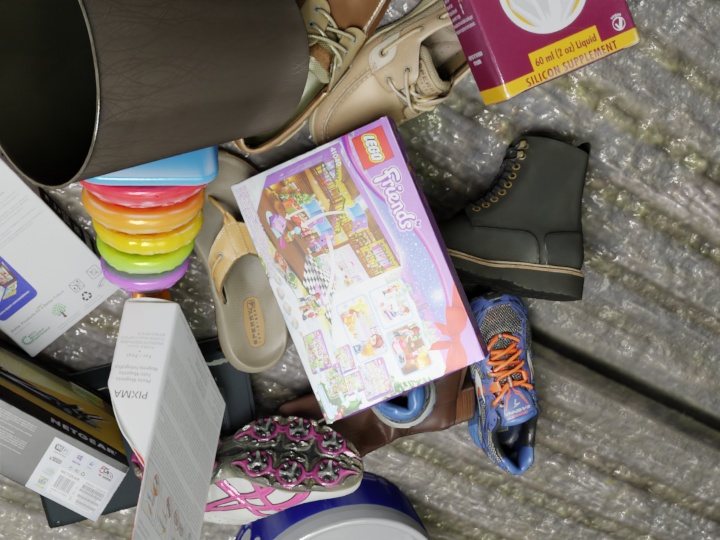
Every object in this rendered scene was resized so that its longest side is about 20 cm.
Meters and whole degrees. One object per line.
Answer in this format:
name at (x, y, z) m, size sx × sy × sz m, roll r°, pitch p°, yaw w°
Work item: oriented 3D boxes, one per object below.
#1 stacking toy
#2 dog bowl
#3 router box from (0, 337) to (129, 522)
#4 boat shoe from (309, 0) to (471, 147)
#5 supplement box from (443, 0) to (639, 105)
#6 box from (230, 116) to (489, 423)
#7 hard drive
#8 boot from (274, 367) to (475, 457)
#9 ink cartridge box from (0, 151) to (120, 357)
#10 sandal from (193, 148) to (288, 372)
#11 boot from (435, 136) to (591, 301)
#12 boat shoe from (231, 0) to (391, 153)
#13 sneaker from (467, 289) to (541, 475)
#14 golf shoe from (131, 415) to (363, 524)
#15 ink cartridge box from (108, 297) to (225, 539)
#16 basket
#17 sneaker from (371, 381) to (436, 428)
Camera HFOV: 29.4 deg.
stacking toy at (-0.165, -0.026, 1.066) m, size 0.108 × 0.117 × 0.202 m, roll 0°, pitch 125°, yaw -7°
dog bowl at (-0.025, 0.294, 1.321) m, size 0.198 × 0.079 × 0.202 m, roll -9°, pitch 121°, yaw -15°
router box at (-0.278, 0.098, 1.047) m, size 0.199 × 0.157 × 0.053 m, roll 32°, pitch 94°, yaw -21°
boat shoe at (0.041, -0.161, 1.086) m, size 0.200 × 0.065 × 0.071 m, roll -43°, pitch 123°, yaw 8°
supplement box at (0.110, -0.236, 1.006) m, size 0.109 × 0.086 × 0.202 m, roll -23°, pitch 96°, yaw -4°
box at (0.000, 0.000, 1.067) m, size 0.136 × 0.039 × 0.202 m, roll -22°, pitch 89°, yaw 11°
hard drive at (-0.190, 0.142, 1.201) m, size 0.198 × 0.033 × 0.141 m, roll -14°, pitch 123°, yaw -12°
boot at (0.000, 0.094, 1.209) m, size 0.198 × 0.064 × 0.188 m, roll -18°, pitch 119°, yaw -13°
ink cartridge box at (-0.284, -0.030, 1.066) m, size 0.099 × 0.039 × 0.200 m, roll -36°, pitch 125°, yaw 4°
sandal at (-0.097, -0.004, 1.126) m, size 0.079 × 0.054 × 0.202 m, roll -16°, pitch 110°, yaw -12°
boot at (0.102, -0.058, 1.152) m, size 0.198 × 0.077 × 0.140 m, roll 12°, pitch 81°, yaw -28°
boat shoe at (-0.033, -0.168, 1.046) m, size 0.075 × 0.074 × 0.201 m, roll 30°, pitch 106°, yaw -22°
sneaker at (0.137, 0.103, 1.265) m, size 0.075 × 0.079 × 0.202 m, roll -18°, pitch 123°, yaw -9°
golf shoe at (-0.090, 0.175, 1.173) m, size 0.197 × 0.073 × 0.093 m, roll -1°, pitch 136°, yaw 13°
ink cartridge box at (-0.155, 0.148, 1.046) m, size 0.056 × 0.202 × 0.163 m, roll 4°, pitch 147°, yaw 12°
basket at (-0.143, -0.147, 0.932) m, size 0.199 × 0.182 × 0.136 m, roll -10°, pitch 155°, yaw -46°
sneaker at (0.001, 0.039, 1.135) m, size 0.077 × 0.085 × 0.201 m, roll -34°, pitch 88°, yaw 2°
